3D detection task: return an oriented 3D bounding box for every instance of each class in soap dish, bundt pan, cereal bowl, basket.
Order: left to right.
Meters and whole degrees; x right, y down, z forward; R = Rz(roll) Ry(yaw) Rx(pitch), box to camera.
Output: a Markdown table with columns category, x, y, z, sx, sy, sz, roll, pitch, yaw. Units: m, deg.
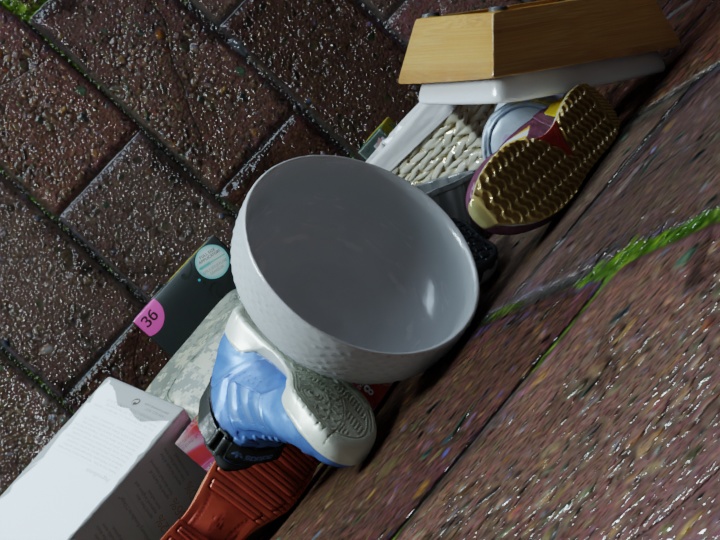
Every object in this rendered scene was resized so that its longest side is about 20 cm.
| category | x | y | z | sx | sy | sz | roll | pitch | yaw |
| --- | --- | --- | --- | --- | --- | --- | --- | --- | --- |
| cereal bowl | -0.012 | 0.010 | 1.474 | 0.200 | 0.200 | 0.083 | -51 | -6 | -46 |
| bundt pan | 0.030 | -0.032 | 1.865 | 0.201 | 0.076 | 0.202 | -19 | 6 | 2 |
| basket | 0.098 | -0.135 | 2.199 | 0.200 | 0.123 | 0.136 | -45 | 5 | 41 |
| soap dish | 0.154 | -0.198 | 1.667 | 0.199 | 0.082 | 0.157 | -12 | 9 | -28 |

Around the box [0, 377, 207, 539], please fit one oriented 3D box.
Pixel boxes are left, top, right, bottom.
| category | x | y | z | sx | sy | sz | roll | pitch | yaw |
| --- | --- | --- | --- | --- | --- | --- | --- | --- | --- |
| box | -0.226 | 0.227 | 1.713 | 0.106 | 0.153 | 0.200 | 19 | 57 | 39 |

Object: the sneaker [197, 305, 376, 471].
| category | x | y | z | sx | sy | sz | roll | pitch | yaw |
| --- | --- | --- | --- | --- | --- | --- | --- | --- | --- |
| sneaker | -0.063 | 0.121 | 1.466 | 0.200 | 0.077 | 0.112 | 44 | 118 | 46 |

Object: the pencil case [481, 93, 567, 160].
| category | x | y | z | sx | sy | sz | roll | pitch | yaw |
| --- | --- | --- | --- | --- | --- | --- | --- | --- | --- |
| pencil case | 0.163 | -0.136 | 1.777 | 0.091 | 0.083 | 0.200 | -50 | 3 | 15 |

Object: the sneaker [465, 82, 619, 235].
| category | x | y | z | sx | sy | sz | roll | pitch | yaw |
| --- | --- | --- | --- | --- | --- | --- | --- | --- | --- |
| sneaker | 0.138 | -0.076 | 1.571 | 0.200 | 0.075 | 0.090 | -39 | -1 | -42 |

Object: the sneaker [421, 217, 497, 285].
| category | x | y | z | sx | sy | sz | roll | pitch | yaw |
| --- | --- | --- | --- | --- | --- | --- | --- | --- | --- |
| sneaker | 0.074 | 0.008 | 1.630 | 0.200 | 0.071 | 0.083 | -91 | 10 | -79 |

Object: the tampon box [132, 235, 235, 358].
| category | x | y | z | sx | sy | sz | roll | pitch | yaw |
| --- | --- | --- | --- | --- | --- | --- | --- | --- | --- |
| tampon box | -0.164 | 0.075 | 2.395 | 0.150 | 0.200 | 0.126 | -48 | 4 | -4 |

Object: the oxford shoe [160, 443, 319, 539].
| category | x | y | z | sx | sy | sz | roll | pitch | yaw |
| --- | --- | --- | --- | --- | --- | --- | --- | --- | --- |
| oxford shoe | -0.106 | 0.198 | 1.535 | 0.200 | 0.071 | 0.073 | -44 | -10 | -28 |

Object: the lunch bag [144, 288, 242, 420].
| category | x | y | z | sx | sy | sz | roll | pitch | yaw |
| --- | --- | --- | --- | --- | --- | --- | --- | --- | --- |
| lunch bag | -0.103 | 0.114 | 1.904 | 0.200 | 0.139 | 0.168 | -49 | 21 | -17 |

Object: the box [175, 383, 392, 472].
| category | x | y | z | sx | sy | sz | roll | pitch | yaw |
| --- | --- | --- | --- | --- | --- | --- | --- | --- | --- |
| box | -0.058 | 0.109 | 1.630 | 0.200 | 0.100 | 0.096 | -44 | 7 | 43 |

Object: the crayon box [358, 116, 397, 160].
| category | x | y | z | sx | sy | sz | roll | pitch | yaw |
| --- | --- | --- | --- | --- | --- | --- | --- | --- | --- |
| crayon box | 0.065 | -0.157 | 2.761 | 0.051 | 0.127 | 0.200 | -46 | 3 | 11 |
